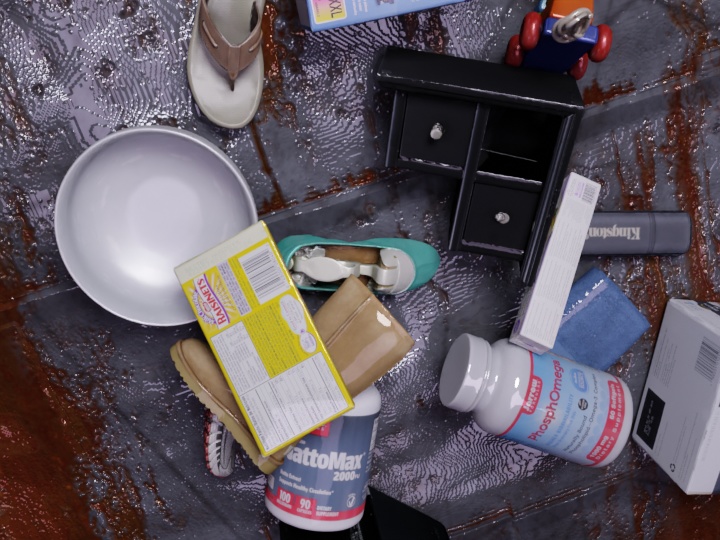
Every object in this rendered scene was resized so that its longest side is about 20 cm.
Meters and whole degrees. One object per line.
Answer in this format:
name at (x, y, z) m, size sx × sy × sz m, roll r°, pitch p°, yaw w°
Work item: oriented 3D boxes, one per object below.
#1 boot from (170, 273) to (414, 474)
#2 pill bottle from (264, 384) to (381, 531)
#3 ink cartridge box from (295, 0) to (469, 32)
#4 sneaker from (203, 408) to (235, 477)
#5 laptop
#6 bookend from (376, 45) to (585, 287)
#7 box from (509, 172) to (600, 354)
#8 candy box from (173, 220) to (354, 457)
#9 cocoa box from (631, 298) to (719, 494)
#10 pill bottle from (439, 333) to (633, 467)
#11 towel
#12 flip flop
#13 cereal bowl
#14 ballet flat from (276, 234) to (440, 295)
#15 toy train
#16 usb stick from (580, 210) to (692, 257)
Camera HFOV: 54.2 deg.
boot at (-0.071, 0.080, 0.728) m, size 0.200 × 0.066 × 0.175 m, roll -44°, pitch 87°, yaw -1°
pill bottle at (-0.039, 0.175, 0.803) m, size 0.117 × 0.120 × 0.205 m, roll 8°, pitch 95°, yaw -12°
ink cartridge box at (0.036, -0.281, 0.658) m, size 0.196 × 0.137 × 0.078 m, roll -14°, pitch 112°, yaw -4°
sneaker at (-0.132, 0.148, 0.806) m, size 0.081 × 0.078 × 0.204 m, roll 13°, pitch 106°, yaw -14°
laptop at (0.017, 0.363, 0.844) m, size 0.197 × 0.188 × 0.118 m, roll -24°, pitch 111°, yaw -1°
bookend at (0.106, -0.108, 0.734) m, size 0.196 × 0.093 × 0.202 m, roll 11°, pitch 123°, yaw 3°
box at (0.214, -0.010, 0.773) m, size 0.041 × 0.039 × 0.203 m, roll 21°, pitch 73°, yaw -1°
candy box at (-0.093, 0.065, 0.684) m, size 0.101 × 0.026 × 0.203 m, roll -27°, pitch 87°, yaw 2°
cocoa box at (0.448, 0.155, 0.874) m, size 0.128 × 0.134 × 0.204 m, roll 4°, pitch 108°, yaw -11°
pill bottle at (0.194, 0.142, 0.793) m, size 0.196 × 0.109 × 0.111 m, roll 20°, pitch 105°, yaw -10°
towel at (0.247, 0.096, 0.867) m, size 0.200 × 0.049 × 0.112 m, roll -43°, pitch 106°, yaw 8°
flip flop at (-0.124, -0.241, 0.687) m, size 0.079 × 0.058 × 0.204 m, roll 10°, pitch 106°, yaw -12°
cereal bowl at (-0.203, -0.051, 0.724) m, size 0.195 × 0.083 × 0.204 m, roll -3°, pitch 110°, yaw -8°
ballet flat at (0.000, 0.000, 0.782) m, size 0.196 × 0.071 × 0.069 m, roll 3°, pitch 108°, yaw -11°
toy train at (0.198, -0.259, 0.655) m, size 0.083 × 0.200 × 0.118 m, roll 9°, pitch 91°, yaw 1°
usb stick at (0.300, -0.043, 0.836) m, size 0.195 × 0.033 × 0.057 m, roll -1°, pitch 103°, yaw -8°
